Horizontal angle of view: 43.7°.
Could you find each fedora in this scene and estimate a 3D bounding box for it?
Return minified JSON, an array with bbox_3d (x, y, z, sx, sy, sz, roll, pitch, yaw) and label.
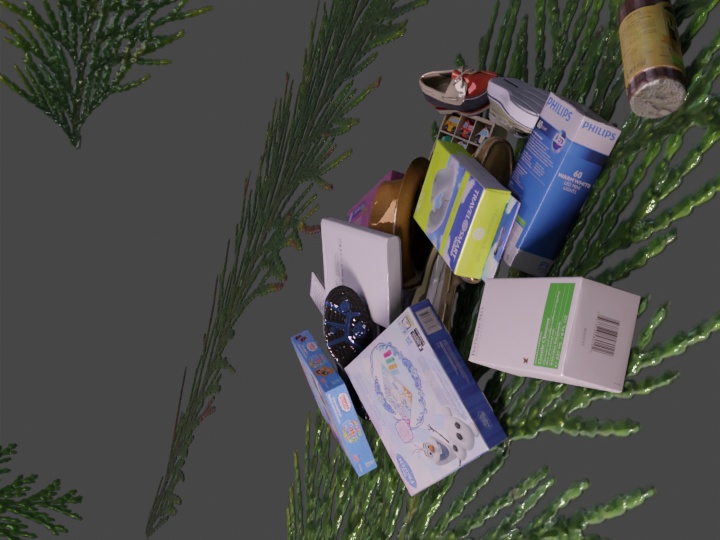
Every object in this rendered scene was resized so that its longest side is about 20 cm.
[{"bbox_3d":[0.065,-0.072,1.356,0.080,0.200,0.204,7,78,25],"label":"fedora"}]

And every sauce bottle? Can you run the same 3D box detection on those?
[{"bbox_3d":[0.319,-0.265,0.995,0.065,0.064,0.203,136,144,-53],"label":"sauce bottle"}]

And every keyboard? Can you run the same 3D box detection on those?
[{"bbox_3d":[-0.036,0.087,1.455,0.201,0.011,0.057,55,145,37],"label":"keyboard"}]

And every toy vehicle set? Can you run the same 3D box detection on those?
[{"bbox_3d":[0.161,-0.182,1.410,0.200,0.026,0.126,-134,62,-68],"label":"toy vehicle set"}]

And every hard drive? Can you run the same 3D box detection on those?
[{"bbox_3d":[0.000,0.000,1.341,0.199,0.026,0.135,21,117,59],"label":"hard drive"}]

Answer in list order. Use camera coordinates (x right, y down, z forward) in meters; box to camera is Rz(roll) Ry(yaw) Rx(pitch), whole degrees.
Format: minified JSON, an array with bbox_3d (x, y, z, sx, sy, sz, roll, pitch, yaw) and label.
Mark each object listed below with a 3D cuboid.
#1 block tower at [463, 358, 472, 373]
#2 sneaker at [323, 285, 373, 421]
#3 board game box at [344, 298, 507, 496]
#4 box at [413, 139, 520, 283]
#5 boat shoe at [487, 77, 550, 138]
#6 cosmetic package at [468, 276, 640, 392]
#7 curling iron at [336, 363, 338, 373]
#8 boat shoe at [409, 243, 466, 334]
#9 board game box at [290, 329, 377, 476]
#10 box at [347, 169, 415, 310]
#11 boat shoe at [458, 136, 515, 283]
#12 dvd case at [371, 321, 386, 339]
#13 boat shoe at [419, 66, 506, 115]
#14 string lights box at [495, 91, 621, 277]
[{"bbox_3d":[0.088,0.174,1.291,0.200,0.053,0.059,-40,37,56],"label":"block tower"},{"bbox_3d":[-0.014,0.121,1.329,0.077,0.074,0.204,-165,61,-79],"label":"sneaker"},{"bbox_3d":[0.079,0.172,1.183,0.202,0.043,0.199,61,142,14],"label":"board game box"},{"bbox_3d":[0.134,-0.079,1.183,0.201,0.047,0.124,-119,42,-59],"label":"box"},{"bbox_3d":[0.225,-0.215,1.231,0.201,0.071,0.063,-110,17,-64],"label":"boat shoe"},{"bbox_3d":[0.211,0.068,1.001,0.199,0.084,0.110,-5,71,67],"label":"cosmetic package"},{"bbox_3d":[-0.014,0.218,1.450,0.050,0.025,0.204,-161,60,-73],"label":"curling iron"},{"bbox_3d":[0.122,0.011,1.301,0.075,0.067,0.203,101,-170,-78],"label":"boat shoe"},{"bbox_3d":[-0.043,0.196,1.360,0.200,0.036,0.153,44,157,63],"label":"board game box"},{"bbox_3d":[0.043,-0.032,1.508,0.176,0.095,0.204,143,139,-58],"label":"box"},{"bbox_3d":[0.176,-0.081,1.222,0.076,0.070,0.204,-126,44,-81],"label":"boat shoe"},{"bbox_3d":[0.006,0.127,1.430,0.150,0.024,0.204,21,120,58],"label":"dvd case"},{"bbox_3d":[0.160,-0.288,1.405,0.071,0.063,0.199,-49,24,-12],"label":"boat shoe"},{"bbox_3d":[0.232,-0.106,1.112,0.103,0.058,0.202,-115,45,-60],"label":"string lights box"}]
